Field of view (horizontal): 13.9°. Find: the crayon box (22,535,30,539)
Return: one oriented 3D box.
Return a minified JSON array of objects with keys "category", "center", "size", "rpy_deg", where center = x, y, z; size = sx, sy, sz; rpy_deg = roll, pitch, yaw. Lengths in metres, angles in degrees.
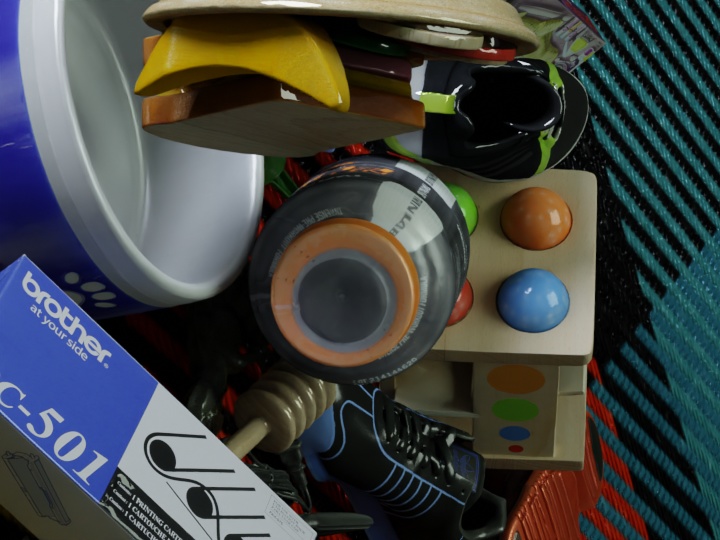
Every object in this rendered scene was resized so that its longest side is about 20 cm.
[{"category":"crayon box","center":[-0.105,0.231,1.389],"size":[0.200,0.052,0.126],"rpy_deg":[59,30,-35]}]

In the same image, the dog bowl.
[{"category":"dog bowl","center":[-0.128,-0.076,1.452],"size":[0.200,0.079,0.200],"rpy_deg":[40,44,-53]}]

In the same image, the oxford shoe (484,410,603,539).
[{"category":"oxford shoe","center":[0.099,0.149,1.849],"size":[0.200,0.072,0.071],"rpy_deg":[-46,125,-67]}]

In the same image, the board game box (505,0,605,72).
[{"category":"board game box","center":[0.060,-0.125,1.676],"size":[0.032,0.120,0.200],"rpy_deg":[60,13,20]}]

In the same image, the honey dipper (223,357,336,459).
[{"category":"honey dipper","center":[-0.079,0.106,1.482],"size":[0.200,0.038,0.038],"rpy_deg":[-44,120,-45]}]

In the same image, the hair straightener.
[{"category":"hair straightener","center":[-0.051,0.128,1.586],"size":[0.200,0.041,0.077],"rpy_deg":[20,61,-57]}]

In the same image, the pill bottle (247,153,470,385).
[{"category":"pill bottle","center":[0.000,0.000,1.517],"size":[0.200,0.106,0.106],"rpy_deg":[-58,133,-81]}]

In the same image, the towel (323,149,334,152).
[{"category":"towel","center":[-0.082,-0.161,1.543],"size":[0.024,0.147,0.200],"rpy_deg":[-33,118,-21]}]

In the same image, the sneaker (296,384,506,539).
[{"category":"sneaker","center":[0.023,0.101,1.674],"size":[0.200,0.078,0.070],"rpy_deg":[56,30,-55]}]

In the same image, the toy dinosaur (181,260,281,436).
[{"category":"toy dinosaur","center":[-0.069,0.017,1.582],"size":[0.088,0.047,0.200],"rpy_deg":[32,47,-49]}]

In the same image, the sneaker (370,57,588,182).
[{"category":"sneaker","center":[0.081,-0.081,1.618],"size":[0.200,0.083,0.072],"rpy_deg":[-4,98,-53]}]

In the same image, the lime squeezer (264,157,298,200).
[{"category":"lime squeezer","center":[-0.042,-0.069,1.656],"size":[0.200,0.071,0.038],"rpy_deg":[99,-6,-70]}]

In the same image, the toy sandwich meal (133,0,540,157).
[{"category":"toy sandwich meal","center":[-0.016,-0.092,1.377],"size":[0.205,0.205,0.070],"rpy_deg":[7,86,-65]}]

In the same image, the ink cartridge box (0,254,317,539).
[{"category":"ink cartridge box","center":[-0.113,0.095,1.366],"size":[0.200,0.044,0.094],"rpy_deg":[45,35,-16]}]

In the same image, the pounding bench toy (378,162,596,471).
[{"category":"pounding bench toy","center":[0.075,-0.007,1.740],"size":[0.156,0.124,0.200],"rpy_deg":[88,6,-57]}]
